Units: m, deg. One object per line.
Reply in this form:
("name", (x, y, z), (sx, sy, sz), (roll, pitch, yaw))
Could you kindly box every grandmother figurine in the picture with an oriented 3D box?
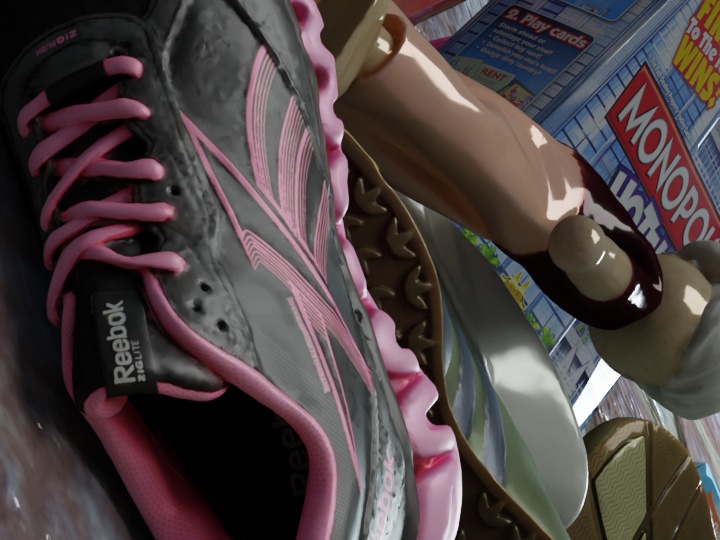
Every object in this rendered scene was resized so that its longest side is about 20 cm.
("grandmother figurine", (0.048, -0.021, 0.756), (0.200, 0.061, 0.121), (39, 21, -31))

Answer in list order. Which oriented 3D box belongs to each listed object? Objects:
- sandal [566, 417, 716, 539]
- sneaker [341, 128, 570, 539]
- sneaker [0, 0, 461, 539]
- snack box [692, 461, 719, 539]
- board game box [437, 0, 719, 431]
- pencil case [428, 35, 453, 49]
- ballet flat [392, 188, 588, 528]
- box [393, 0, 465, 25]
("sandal", (0.085, 0.136, 0.881), (0.054, 0.080, 0.200), (21, -42, 38))
("sneaker", (0.001, 0.036, 0.708), (0.200, 0.067, 0.090), (59, -3, -13))
("sneaker", (-0.042, -0.005, 0.560), (0.200, 0.079, 0.095), (65, 22, -3))
("snack box", (0.130, 0.166, 0.970), (0.200, 0.037, 0.116), (65, -21, -7))
("board game box", (0.089, -0.042, 0.931), (0.062, 0.200, 0.200), (28, -15, 36))
("pencil case", (0.051, -0.058, 1.075), (0.200, 0.088, 0.088), (-2, 69, -80))
("ballet flat", (0.000, 0.000, 0.784), (0.200, 0.069, 0.069), (63, 10, 3))
("box", (-0.031, -0.171, 0.871), (0.103, 0.095, 0.200), (-48, 114, -79))
